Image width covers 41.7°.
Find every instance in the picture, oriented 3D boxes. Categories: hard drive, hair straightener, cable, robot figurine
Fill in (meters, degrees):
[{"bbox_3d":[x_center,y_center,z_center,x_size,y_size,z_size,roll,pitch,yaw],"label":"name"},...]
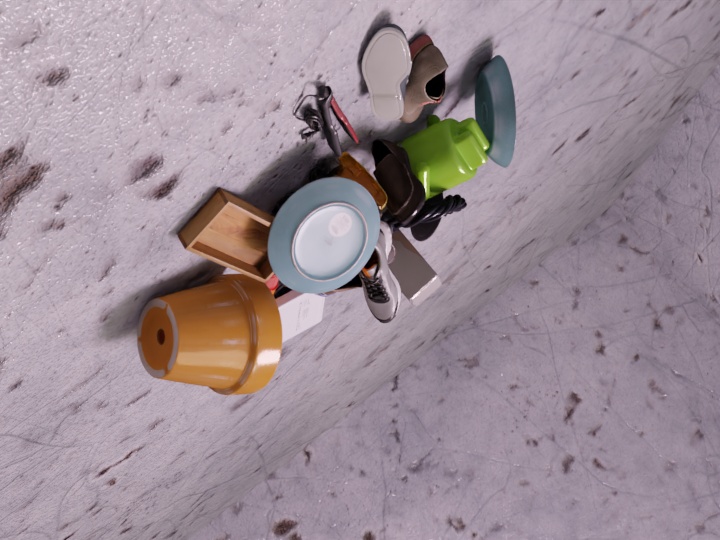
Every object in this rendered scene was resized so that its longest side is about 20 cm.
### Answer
[{"bbox_3d":[-0.156,0.098,1.815,0.198,0.027,0.133,-29,151,-27],"label":"hard drive"},{"bbox_3d":[-0.054,-0.215,1.411,0.077,0.041,0.200,-41,165,-2],"label":"hair straightener"},{"bbox_3d":[0.119,-0.113,1.758,0.161,0.052,0.199,-17,-178,28],"label":"cable"},{"bbox_3d":[0.133,-0.199,1.713,0.198,0.116,0.177,-22,-144,30],"label":"robot figurine"}]

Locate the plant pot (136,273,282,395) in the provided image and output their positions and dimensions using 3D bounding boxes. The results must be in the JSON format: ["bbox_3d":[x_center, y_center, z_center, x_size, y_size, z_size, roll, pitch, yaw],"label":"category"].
[{"bbox_3d":[-0.257,0.107,1.550,0.181,0.202,0.201,0,139,-45],"label":"plant pot"}]

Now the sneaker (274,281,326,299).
[{"bbox_3d":[-0.118,0.043,1.902,0.199,0.080,0.079,-36,165,-14],"label":"sneaker"}]

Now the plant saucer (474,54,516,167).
[{"bbox_3d":[0.241,-0.288,1.723,0.035,0.204,0.201,-5,158,-6],"label":"plant saucer"}]

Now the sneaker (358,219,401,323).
[{"bbox_3d":[0.024,0.011,1.711,0.080,0.072,0.203,-58,144,-53],"label":"sneaker"}]

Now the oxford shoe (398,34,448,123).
[{"bbox_3d":[0.096,-0.287,1.520,0.070,0.075,0.201,-37,165,-17],"label":"oxford shoe"}]

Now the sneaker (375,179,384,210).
[{"bbox_3d":[-0.019,-0.079,1.758,0.200,0.074,0.100,-49,-168,22],"label":"sneaker"}]

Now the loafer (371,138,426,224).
[{"bbox_3d":[0.052,-0.154,1.604,0.071,0.201,0.073,30,114,-32],"label":"loafer"}]

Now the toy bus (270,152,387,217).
[{"bbox_3d":[-0.048,-0.082,1.627,0.200,0.136,0.192,-43,169,1],"label":"toy bus"}]

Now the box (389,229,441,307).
[{"bbox_3d":[0.073,-0.029,1.936,0.077,0.201,0.095,-40,165,0],"label":"box"}]

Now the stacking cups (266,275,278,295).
[{"bbox_3d":[-0.194,0.052,1.796,0.060,0.061,0.201,-28,155,-39],"label":"stacking cups"}]

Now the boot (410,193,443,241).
[{"bbox_3d":[0.130,-0.119,1.971,0.067,0.192,0.201,4,160,-1],"label":"boot"}]

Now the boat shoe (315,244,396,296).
[{"bbox_3d":[0.000,0.000,1.803,0.198,0.073,0.072,-30,-160,-28],"label":"boat shoe"}]

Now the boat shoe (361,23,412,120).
[{"bbox_3d":[0.041,-0.305,1.405,0.201,0.071,0.063,86,11,-63],"label":"boat shoe"}]

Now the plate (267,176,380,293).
[{"bbox_3d":[-0.052,-0.049,1.490,0.197,0.026,0.204,-14,122,-22],"label":"plate"}]

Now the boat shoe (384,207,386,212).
[{"bbox_3d":[0.048,-0.114,1.877,0.201,0.075,0.062,-51,142,14],"label":"boat shoe"}]

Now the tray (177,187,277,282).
[{"bbox_3d":[-0.181,-0.051,1.458,0.099,0.037,0.199,-45,148,12],"label":"tray"}]
